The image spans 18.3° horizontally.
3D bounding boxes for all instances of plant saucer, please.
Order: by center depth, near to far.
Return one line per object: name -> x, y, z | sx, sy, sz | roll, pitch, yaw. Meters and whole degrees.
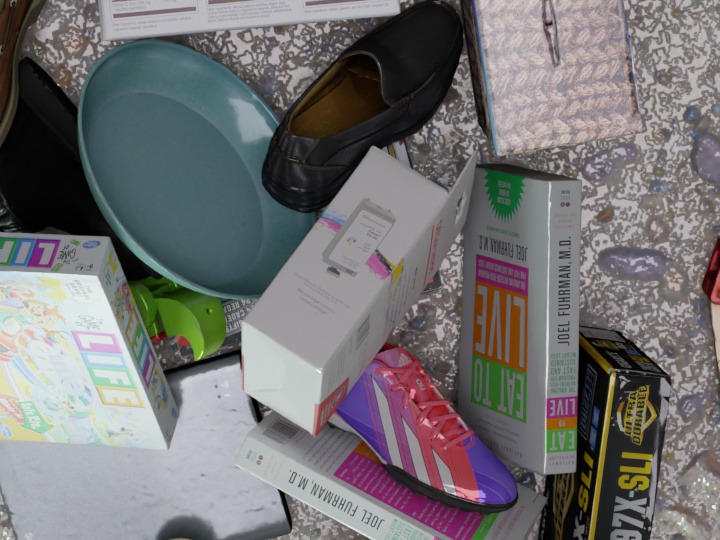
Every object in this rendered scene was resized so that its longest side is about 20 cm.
plant saucer -> -0.118, -0.062, 1.524 | 0.200, 0.200, 0.036 | 48, 129, -7

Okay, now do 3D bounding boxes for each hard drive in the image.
hard drive -> -0.164, 0.153, 1.653 | 0.199, 0.033, 0.140 | -16, 99, 2

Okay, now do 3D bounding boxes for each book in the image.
book -> 0.116, 0.031, 1.577 | 0.048, 0.134, 0.201 | -2, 98, -20
book -> 0.022, 0.153, 1.581 | 0.199, 0.134, 0.048 | 28, 108, 9

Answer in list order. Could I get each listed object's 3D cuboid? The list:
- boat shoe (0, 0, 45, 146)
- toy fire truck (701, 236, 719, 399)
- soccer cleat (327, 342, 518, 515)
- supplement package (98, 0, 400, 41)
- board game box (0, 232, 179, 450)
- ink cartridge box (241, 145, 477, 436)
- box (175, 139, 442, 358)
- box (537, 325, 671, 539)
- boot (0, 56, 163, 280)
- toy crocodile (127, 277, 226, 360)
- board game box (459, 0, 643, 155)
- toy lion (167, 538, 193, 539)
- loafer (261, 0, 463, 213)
boat shoe -> -0.273, -0.158, 1.555 | 0.072, 0.068, 0.201 | 7, 74, 23
toy fire truck -> 0.315, 0.081, 1.637 | 0.140, 0.049, 0.201 | 5, 99, -1
soccer cleat -> 0.032, 0.097, 1.569 | 0.200, 0.068, 0.073 | 34, 116, 25
supplement package -> -0.076, -0.221, 1.534 | 0.199, 0.156, 0.112 | -5, 97, 0
board game box -> -0.213, 0.050, 1.539 | 0.134, 0.034, 0.200 | 2, 142, 15
ink cartridge box -> 0.000, 0.000, 1.524 | 0.067, 0.117, 0.200 | 32, 66, 12
box -> -0.052, -0.029, 1.623 | 0.199, 0.040, 0.138 | -14, 97, 2
box -> 0.169, 0.153, 1.590 | 0.049, 0.160, 0.201 | 5, 99, -8
boot -> -0.236, -0.032, 1.574 | 0.158, 0.079, 0.211 | -41, 60, 2
toy crocodile -> -0.188, 0.037, 1.595 | 0.199, 0.067, 0.062 | -6, 101, 22
board game box -> 0.122, -0.172, 1.521 | 0.096, 0.200, 0.160 | -9, 98, 1
toy lion -> -0.151, 0.297, 1.646 | 0.191, 0.069, 0.200 | -37, 116, 25
loafer -> 0.009, -0.126, 1.553 | 0.073, 0.072, 0.200 | 32, 61, 13
